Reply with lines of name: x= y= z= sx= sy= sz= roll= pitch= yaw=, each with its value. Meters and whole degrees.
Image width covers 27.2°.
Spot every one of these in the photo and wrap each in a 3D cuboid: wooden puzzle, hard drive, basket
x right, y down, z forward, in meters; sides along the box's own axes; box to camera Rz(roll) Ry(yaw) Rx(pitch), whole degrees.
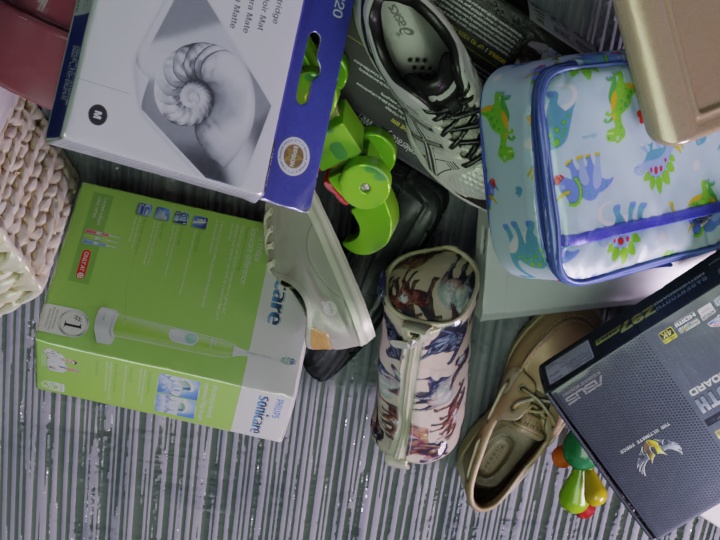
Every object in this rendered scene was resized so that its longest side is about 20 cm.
wooden puzzle: x=0.253 y=-0.199 z=1.038 sx=0.199 sy=0.037 sz=0.187 roll=-20 pitch=98 yaw=-29
hard drive: x=0.187 y=-0.033 z=1.158 sx=0.198 sy=0.026 sz=0.133 roll=-5 pitch=116 yaw=-15
basket: x=-0.299 y=-0.050 z=1.108 sx=0.135 sy=0.201 sz=0.124 roll=-26 pitch=118 yaw=14

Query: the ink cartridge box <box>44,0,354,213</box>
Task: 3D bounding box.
ink cartridge box: x=-0.088 y=-0.153 z=0.966 sx=0.199 sy=0.040 sz=0.202 roll=14 pitch=86 yaw=-32

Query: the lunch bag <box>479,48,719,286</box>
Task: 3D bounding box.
lunch bag: x=0.181 y=-0.074 z=1.051 sx=0.199 sy=0.082 sz=0.163 roll=-10 pitch=100 yaw=-36

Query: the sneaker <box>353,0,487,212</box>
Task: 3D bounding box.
sneaker: x=0.056 y=-0.118 z=1.045 sx=0.075 sy=0.088 sz=0.201 roll=-35 pitch=101 yaw=8

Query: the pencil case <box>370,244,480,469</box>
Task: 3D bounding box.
pencil case: x=0.048 y=0.074 z=1.179 sx=0.077 sy=0.090 sz=0.201 roll=27 pitch=142 yaw=20

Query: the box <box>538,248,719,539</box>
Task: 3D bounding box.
box: x=0.256 y=0.086 z=1.100 sx=0.199 sy=0.051 sz=0.158 roll=-33 pitch=110 yaw=12

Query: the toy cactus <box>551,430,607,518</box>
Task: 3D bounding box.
toy cactus: x=0.206 y=0.110 z=1.195 sx=0.201 sy=0.102 sz=0.165 roll=-53 pitch=143 yaw=10

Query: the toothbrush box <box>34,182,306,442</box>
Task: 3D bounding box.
toothbrush box: x=-0.139 y=0.032 z=1.156 sx=0.198 sy=0.147 sz=0.086 roll=11 pitch=148 yaw=-4

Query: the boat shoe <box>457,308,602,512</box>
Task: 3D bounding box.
boat shoe: x=0.145 y=0.116 z=1.240 sx=0.071 sy=0.065 sz=0.201 roll=22 pitch=114 yaw=-8

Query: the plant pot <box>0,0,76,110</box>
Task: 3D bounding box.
plant pot: x=-0.153 y=-0.195 z=1.046 sx=0.198 sy=0.200 sz=0.180 roll=21 pitch=99 yaw=-8

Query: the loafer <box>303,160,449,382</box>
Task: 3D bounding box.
loafer: x=0.000 y=0.000 z=1.195 sx=0.070 sy=0.068 sz=0.202 roll=32 pitch=115 yaw=7

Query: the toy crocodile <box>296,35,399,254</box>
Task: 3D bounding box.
toy crocodile: x=-0.023 y=-0.103 z=1.088 sx=0.061 sy=0.068 sz=0.201 roll=-22 pitch=116 yaw=18

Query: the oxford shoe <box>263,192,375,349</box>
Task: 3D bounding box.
oxford shoe: x=-0.049 y=-0.026 z=1.123 sx=0.057 sy=0.201 sz=0.075 roll=-23 pitch=157 yaw=-2

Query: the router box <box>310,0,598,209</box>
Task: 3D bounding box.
router box: x=0.059 y=-0.156 z=1.122 sx=0.199 sy=0.051 sz=0.150 roll=32 pitch=114 yaw=-12

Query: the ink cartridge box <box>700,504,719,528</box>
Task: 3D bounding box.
ink cartridge box: x=0.341 y=0.166 z=1.227 sx=0.199 sy=0.068 sz=0.117 roll=34 pitch=112 yaw=-33
